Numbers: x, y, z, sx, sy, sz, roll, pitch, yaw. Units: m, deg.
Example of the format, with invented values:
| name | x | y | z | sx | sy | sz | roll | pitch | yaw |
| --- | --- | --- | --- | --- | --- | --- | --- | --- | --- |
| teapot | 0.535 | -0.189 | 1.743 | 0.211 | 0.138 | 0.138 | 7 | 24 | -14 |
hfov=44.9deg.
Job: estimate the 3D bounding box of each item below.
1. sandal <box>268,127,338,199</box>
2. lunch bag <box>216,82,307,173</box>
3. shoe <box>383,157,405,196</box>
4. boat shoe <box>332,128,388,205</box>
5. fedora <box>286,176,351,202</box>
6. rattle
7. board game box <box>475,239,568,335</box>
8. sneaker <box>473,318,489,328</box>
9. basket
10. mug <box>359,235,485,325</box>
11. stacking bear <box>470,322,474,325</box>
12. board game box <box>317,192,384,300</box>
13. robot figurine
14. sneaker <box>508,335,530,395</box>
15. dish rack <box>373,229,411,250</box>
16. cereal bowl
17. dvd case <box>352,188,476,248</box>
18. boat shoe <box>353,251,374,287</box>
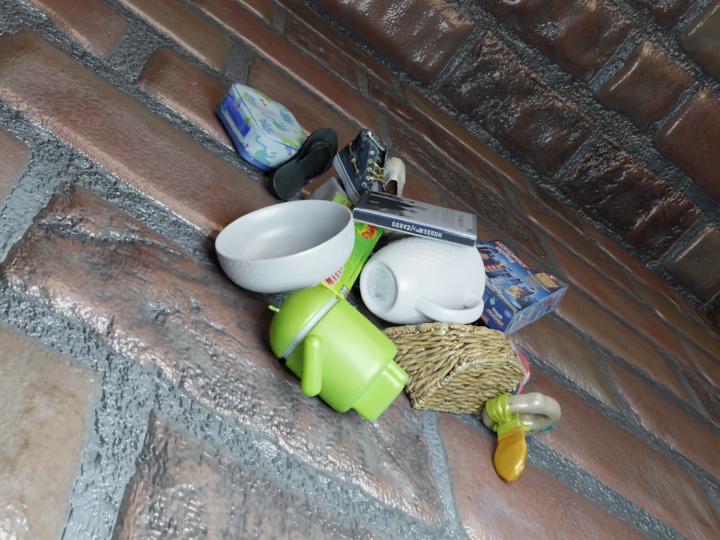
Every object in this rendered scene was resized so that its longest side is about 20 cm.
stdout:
| name | x | y | z | sx | sy | sz | roll | pitch | yaw |
| --- | --- | --- | --- | --- | --- | --- | --- | --- | --- |
| sandal | -0.091 | -0.195 | 1.611 | 0.201 | 0.048 | 0.076 | -50 | 126 | -36 |
| lunch bag | -0.186 | -0.268 | 1.681 | 0.160 | 0.083 | 0.200 | 18 | 31 | -47 |
| shoe | 0.036 | -0.128 | 1.660 | 0.070 | 0.200 | 0.054 | 6 | 49 | -15 |
| boat shoe | 0.019 | -0.170 | 1.565 | 0.071 | 0.091 | 0.201 | 20 | 31 | -45 |
| fedora | -0.034 | -0.104 | 1.599 | 0.176 | 0.090 | 0.200 | 14 | 33 | -50 |
| rattle | 0.275 | 0.279 | 1.401 | 0.200 | 0.130 | 0.143 | 58 | 10 | -56 |
| board game box | 0.275 | 0.028 | 1.606 | 0.199 | 0.062 | 0.200 | -5 | 41 | -39 |
| sneaker | 0.219 | 0.145 | 1.528 | 0.071 | 0.083 | 0.200 | 7 | 23 | -10 |
| basket | 0.151 | 0.125 | 1.367 | 0.200 | 0.143 | 0.149 | 16 | 37 | -48 |
| mug | 0.107 | 0.028 | 1.390 | 0.175 | 0.148 | 0.200 | -9 | 32 | -43 |
| stacking bear | 0.176 | 0.036 | 1.674 | 0.199 | 0.122 | 0.114 | 24 | 27 | -21 |
| board game box | -0.042 | -0.031 | 1.397 | 0.101 | 0.048 | 0.200 | 36 | 42 | -6 |
| robot figurine | -0.034 | 0.103 | 1.138 | 0.200 | 0.116 | 0.175 | 41 | 14 | 3 |
| sneaker | 0.285 | 0.184 | 1.604 | 0.087 | 0.074 | 0.200 | 39 | 21 | -13 |
| dish rack | 0.111 | -0.064 | 1.626 | 0.171 | 0.044 | 0.200 | -6 | 1 | -9 |
| cereal bowl | -0.101 | -0.024 | 1.238 | 0.200 | 0.199 | 0.084 | -91 | 170 | -64 |
| dvd case | 0.092 | -0.088 | 1.432 | 0.199 | 0.025 | 0.150 | 14 | 18 | 3 |
| boat shoe | 0.000 | 0.000 | 1.494 | 0.200 | 0.071 | 0.064 | 41 | 39 | -6 |
